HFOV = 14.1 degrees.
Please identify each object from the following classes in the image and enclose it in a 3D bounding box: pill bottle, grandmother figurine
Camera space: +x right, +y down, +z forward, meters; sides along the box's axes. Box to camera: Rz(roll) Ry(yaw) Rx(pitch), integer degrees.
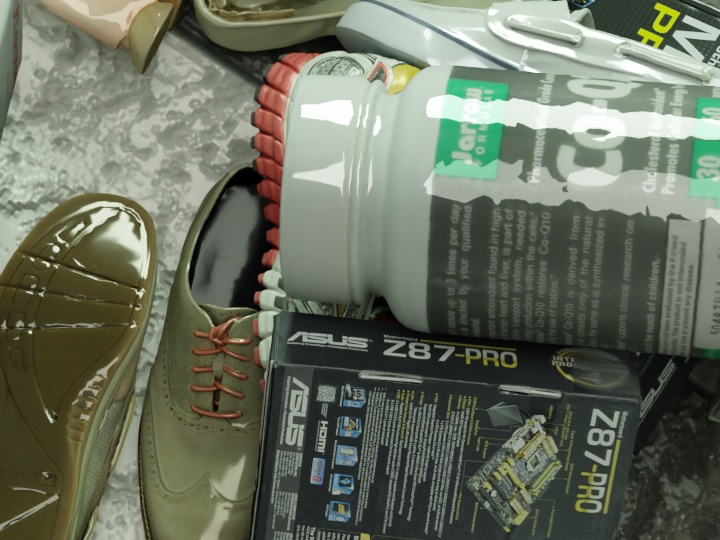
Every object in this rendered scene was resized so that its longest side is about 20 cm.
[{"bbox_3d":[0.071,-0.026,1.215,0.199,0.113,0.114,5,75,6],"label":"pill bottle"},{"bbox_3d":[-0.173,-0.174,1.391,0.199,0.061,0.121,28,40,-1],"label":"grandmother figurine"}]

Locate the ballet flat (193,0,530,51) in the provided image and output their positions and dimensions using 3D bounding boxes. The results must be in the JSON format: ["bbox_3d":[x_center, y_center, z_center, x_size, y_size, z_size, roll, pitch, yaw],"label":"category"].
[{"bbox_3d":[0.013,-0.146,1.371,0.199,0.069,0.070,-13,76,11],"label":"ballet flat"}]

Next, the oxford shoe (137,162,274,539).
[{"bbox_3d":[-0.068,0.047,1.336,0.070,0.075,0.201,4,74,4],"label":"oxford shoe"}]

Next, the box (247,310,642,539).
[{"bbox_3d":[0.030,0.120,1.277,0.160,0.049,0.201,6,120,-1],"label":"box"}]

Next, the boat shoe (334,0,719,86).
[{"bbox_3d":[0.085,-0.090,1.324,0.199,0.074,0.066,24,74,20],"label":"boat shoe"}]

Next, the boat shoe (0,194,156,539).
[{"bbox_3d":[-0.138,0.062,1.329,0.072,0.065,0.201,9,66,8],"label":"boat shoe"}]

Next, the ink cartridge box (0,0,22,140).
[{"bbox_3d":[-0.207,-0.034,1.267,0.084,0.145,0.201,13,73,-4],"label":"ink cartridge box"}]

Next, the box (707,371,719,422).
[{"bbox_3d":[0.239,-0.015,1.374,0.094,0.078,0.201,17,75,1],"label":"box"}]

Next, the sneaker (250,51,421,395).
[{"bbox_3d":[0.000,0.000,1.302,0.082,0.078,0.201,-4,89,27],"label":"sneaker"}]

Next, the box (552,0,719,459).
[{"bbox_3d":[0.111,-0.035,1.347,0.160,0.044,0.201,29,79,32],"label":"box"}]
